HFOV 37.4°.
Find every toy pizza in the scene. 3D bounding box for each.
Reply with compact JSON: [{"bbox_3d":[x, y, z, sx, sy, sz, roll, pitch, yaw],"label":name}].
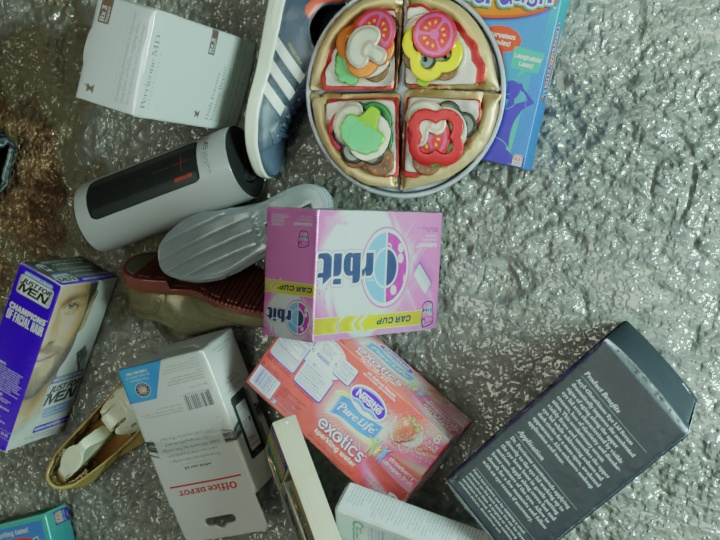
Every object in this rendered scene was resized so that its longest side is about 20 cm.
[{"bbox_3d":[0.038,-0.170,1.005,0.197,0.032,0.204,2,97,17],"label":"toy pizza"}]

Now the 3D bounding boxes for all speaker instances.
[{"bbox_3d":[-0.203,-0.086,1.132,0.197,0.081,0.083,-17,88,21],"label":"speaker"}]

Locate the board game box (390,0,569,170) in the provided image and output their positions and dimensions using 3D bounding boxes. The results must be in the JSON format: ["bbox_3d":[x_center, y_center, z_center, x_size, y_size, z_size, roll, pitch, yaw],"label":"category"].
[{"bbox_3d":[0.112,-0.212,1.022,0.150,0.045,0.203,14,98,19],"label":"board game box"}]

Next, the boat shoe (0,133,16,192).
[{"bbox_3d":[-0.478,-0.088,1.238,0.090,0.071,0.202,34,103,19],"label":"boat shoe"}]

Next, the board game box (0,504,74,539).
[{"bbox_3d":[-0.390,0.391,1.244,0.150,0.045,0.203,-17,87,21],"label":"board game box"}]

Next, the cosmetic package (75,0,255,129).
[{"bbox_3d":[-0.186,-0.200,1.052,0.073,0.200,0.103,18,100,18],"label":"cosmetic package"}]

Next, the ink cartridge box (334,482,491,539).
[{"bbox_3d":[0.072,0.306,1.021,0.197,0.044,0.198,17,135,17],"label":"ink cartridge box"}]

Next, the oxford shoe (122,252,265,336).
[{"bbox_3d":[-0.159,0.035,1.142,0.197,0.071,0.076,14,126,17],"label":"oxford shoe"}]

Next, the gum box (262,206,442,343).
[{"bbox_3d":[0.000,0.000,1.002,0.065,0.198,0.116,6,95,39],"label":"gum box"}]

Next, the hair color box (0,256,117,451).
[{"bbox_3d":[-0.353,0.090,1.184,0.064,0.109,0.203,24,102,17],"label":"hair color box"}]

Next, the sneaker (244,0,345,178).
[{"bbox_3d":[-0.061,-0.189,1.076,0.083,0.075,0.203,13,102,11],"label":"sneaker"}]

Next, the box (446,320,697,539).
[{"bbox_3d":[0.195,0.153,0.962,0.200,0.148,0.105,-45,78,16],"label":"box"}]

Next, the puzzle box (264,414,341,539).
[{"bbox_3d":[-0.045,0.250,1.023,0.025,0.133,0.202,-17,72,-15],"label":"puzzle box"}]

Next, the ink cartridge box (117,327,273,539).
[{"bbox_3d":[-0.161,0.176,1.124,0.114,0.068,0.203,-14,101,26],"label":"ink cartridge box"}]

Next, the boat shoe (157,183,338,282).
[{"bbox_3d":[-0.113,-0.033,1.100,0.197,0.062,0.073,-16,79,15],"label":"boat shoe"}]

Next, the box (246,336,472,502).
[{"bbox_3d":[0.000,0.130,1.061,0.199,0.094,0.103,40,106,13],"label":"box"}]

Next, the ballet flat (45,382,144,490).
[{"bbox_3d":[-0.278,0.180,1.186,0.069,0.063,0.200,47,107,11],"label":"ballet flat"}]
